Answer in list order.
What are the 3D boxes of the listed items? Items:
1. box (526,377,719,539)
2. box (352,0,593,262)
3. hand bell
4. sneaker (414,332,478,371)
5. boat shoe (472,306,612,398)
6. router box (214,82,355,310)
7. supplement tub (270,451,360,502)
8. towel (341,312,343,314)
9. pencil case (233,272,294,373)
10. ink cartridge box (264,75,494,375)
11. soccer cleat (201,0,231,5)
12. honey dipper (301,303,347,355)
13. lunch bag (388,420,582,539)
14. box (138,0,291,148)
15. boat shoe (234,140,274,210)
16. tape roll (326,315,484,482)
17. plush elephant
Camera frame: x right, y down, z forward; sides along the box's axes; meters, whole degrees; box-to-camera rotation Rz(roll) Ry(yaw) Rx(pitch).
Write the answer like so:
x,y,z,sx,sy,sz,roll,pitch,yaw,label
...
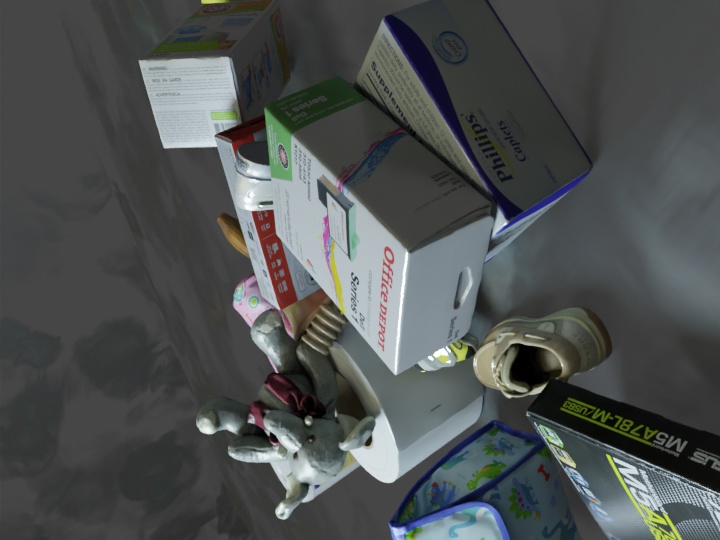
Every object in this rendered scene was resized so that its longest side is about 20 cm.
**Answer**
x,y,z,sx,sy,sz,roll,pitch,yaw,label
0.247,0.188,0.545,0.202,0.047,0.192,54,163,-24,box
0.073,-0.099,0.610,0.187,0.103,0.200,59,156,9,box
-0.114,-0.005,0.900,0.200,0.104,0.105,44,151,13,hand bell
0.081,0.004,0.753,0.074,0.075,0.206,-9,96,23,sneaker
0.156,0.087,0.671,0.074,0.064,0.200,62,156,3,boat shoe
-0.055,-0.087,0.793,0.048,0.177,0.205,26,137,51,router box
-0.043,0.237,1.058,0.145,0.197,0.148,44,150,34,supplement tub
-0.049,0.054,1.033,0.199,0.084,0.170,30,139,51,towel
-0.110,0.098,1.002,0.202,0.086,0.088,57,155,18,pencil case
0.007,-0.040,0.574,0.200,0.083,0.147,47,151,34,ink cartridge box
-0.202,-0.306,0.995,0.064,0.082,0.205,36,144,45,soccer cleat
0.000,0.000,0.785,0.037,0.203,0.038,32,179,1,honey dipper
0.135,0.292,0.751,0.127,0.197,0.174,-2,113,63,lunch bag
-0.162,-0.238,0.821,0.109,0.202,0.104,1,127,12,box
-0.041,-0.093,0.730,0.071,0.196,0.071,46,133,40,boat shoe
0.039,0.139,0.871,0.203,0.137,0.206,46,151,35,tape roll
-0.073,0.178,0.787,0.199,0.166,0.155,41,177,-21,plush elephant
